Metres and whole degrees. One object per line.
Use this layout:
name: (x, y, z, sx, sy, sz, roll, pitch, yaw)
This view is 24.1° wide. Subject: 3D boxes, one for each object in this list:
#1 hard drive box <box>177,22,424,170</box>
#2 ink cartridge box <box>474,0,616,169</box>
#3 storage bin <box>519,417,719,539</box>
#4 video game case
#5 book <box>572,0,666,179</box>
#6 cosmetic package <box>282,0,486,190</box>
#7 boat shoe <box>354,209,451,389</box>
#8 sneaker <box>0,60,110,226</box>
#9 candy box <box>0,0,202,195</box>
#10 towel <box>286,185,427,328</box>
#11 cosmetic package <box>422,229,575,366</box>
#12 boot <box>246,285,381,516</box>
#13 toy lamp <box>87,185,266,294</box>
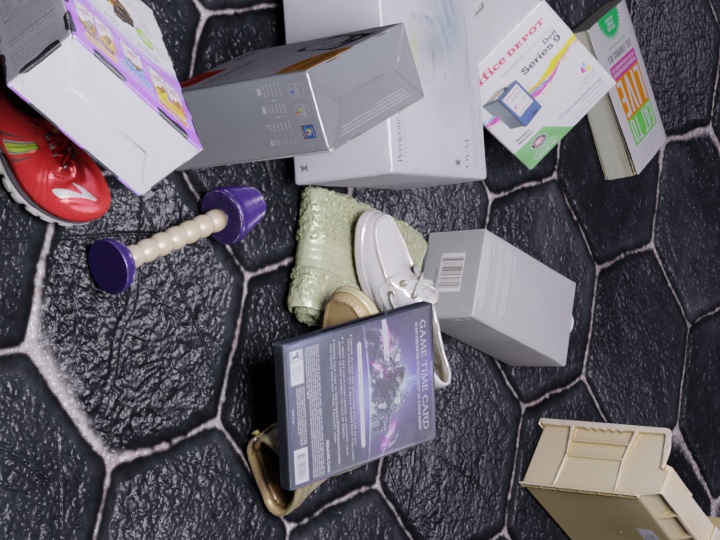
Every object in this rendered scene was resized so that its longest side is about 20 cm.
hard drive box: (-0.068, -0.160, 1.568, 0.156, 0.199, 0.077, -34, 112, -47)
ink cartridge box: (0.176, -0.226, 1.894, 0.145, 0.088, 0.200, -45, 139, 7)
storage bin: (0.325, 0.276, 2.018, 0.200, 0.198, 0.094, 50, 55, -36)
video game case: (-0.002, 0.118, 1.635, 0.199, 0.019, 0.144, -15, 108, -43)
book: (0.336, -0.238, 2.198, 0.134, 0.048, 0.201, -42, 117, -49)
cosmetic package: (0.027, -0.189, 1.731, 0.200, 0.122, 0.201, -2, 88, -56)
boat shoe: (0.052, 0.030, 1.744, 0.071, 0.069, 0.201, -34, 111, -47)
sneaker: (-0.268, -0.114, 1.409, 0.200, 0.085, 0.077, 55, 50, -32)
candy box: (-0.226, -0.186, 1.389, 0.168, 0.071, 0.201, 43, 18, -45)
towel: (0.000, 0.000, 1.767, 0.200, 0.036, 0.149, 23, 69, -48)
cosmetic package: (0.158, 0.034, 1.922, 0.200, 0.090, 0.107, 31, 63, -48)
boot: (-0.043, 0.129, 1.657, 0.155, 0.073, 0.201, -29, 129, -46)
toy lamp: (-0.163, -0.035, 1.556, 0.200, 0.058, 0.059, -25, 106, -48)
